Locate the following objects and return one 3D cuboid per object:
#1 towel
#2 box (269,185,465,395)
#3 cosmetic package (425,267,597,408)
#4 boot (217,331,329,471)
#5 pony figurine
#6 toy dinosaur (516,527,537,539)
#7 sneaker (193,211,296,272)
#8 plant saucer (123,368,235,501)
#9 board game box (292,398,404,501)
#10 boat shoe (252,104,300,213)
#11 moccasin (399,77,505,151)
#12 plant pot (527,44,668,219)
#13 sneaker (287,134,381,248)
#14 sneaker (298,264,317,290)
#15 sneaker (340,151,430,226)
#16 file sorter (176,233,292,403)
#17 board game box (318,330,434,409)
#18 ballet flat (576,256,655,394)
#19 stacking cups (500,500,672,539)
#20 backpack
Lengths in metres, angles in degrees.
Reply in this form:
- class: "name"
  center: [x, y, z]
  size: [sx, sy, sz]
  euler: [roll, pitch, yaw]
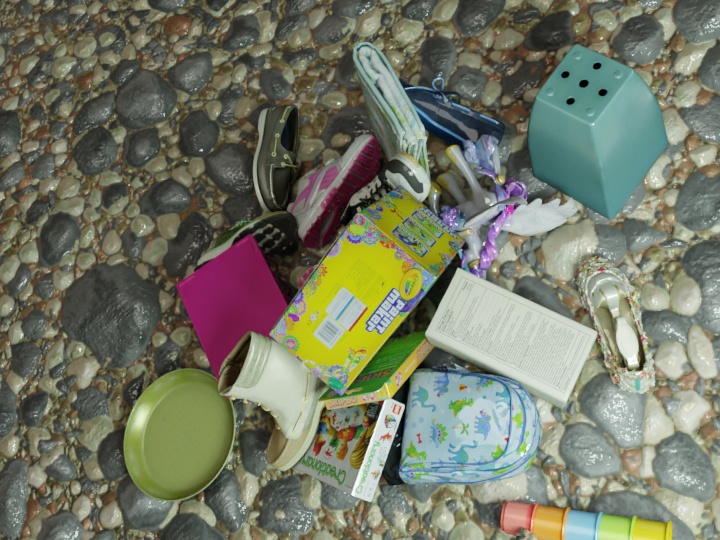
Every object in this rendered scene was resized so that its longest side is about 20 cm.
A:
- class: "towel"
  center: [0.048, -0.219, 1.225]
  size: [0.048, 0.172, 0.201]
  euler: [-22, 61, -4]
- class: "box"
  center: [0.014, 0.018, 1.046]
  size: [0.122, 0.193, 0.201]
  euler: [39, 114, 4]
- class: "cosmetic package"
  center: [0.197, 0.089, 1.074]
  size: [0.199, 0.073, 0.104]
  euler: [26, 80, 17]
- class: "boot"
  center: [-0.125, 0.177, 1.102]
  size: [0.201, 0.154, 0.072]
  euler: [-63, 34, 18]
- class: "pony figurine"
  center: [0.178, -0.088, 1.149]
  size: [0.193, 0.165, 0.202]
  euler: [-38, 58, 42]
- class: "toy dinosaur"
  center: [0.185, 0.401, 0.968]
  size: [0.199, 0.137, 0.086]
  euler: [-24, 19, -17]
- class: "sneaker"
  center: [-0.187, -0.057, 1.306]
  size: [0.199, 0.077, 0.089]
  euler: [-27, 44, 26]
- class: "plant saucer"
  center: [-0.272, 0.252, 1.253]
  size: [0.198, 0.031, 0.202]
  euler: [-8, 67, 19]
- class: "board game box"
  center: [-0.022, 0.224, 1.093]
  size: [0.199, 0.034, 0.127]
  euler: [-5, 62, 62]
- class: "boat shoe"
  center: [-0.133, -0.188, 1.348]
  size: [0.060, 0.072, 0.204]
  euler: [-12, 61, 23]
- class: "moccasin"
  center: [0.135, -0.243, 1.263]
  size: [0.199, 0.080, 0.068]
  euler: [36, 88, 16]
- class: "plant pot"
  center: [0.308, -0.195, 1.091]
  size: [0.141, 0.200, 0.142]
  euler: [36, 86, 30]
- class: "sneaker"
  center: [-0.049, -0.138, 1.284]
  size: [0.088, 0.081, 0.200]
  euler: [39, 90, 31]
- class: "sneaker"
  center: [0.000, 0.000, 1.208]
  size: [0.199, 0.088, 0.082]
  euler: [-24, 97, 24]
- class: "sneaker"
  center: [0.032, -0.099, 1.179]
  size: [0.088, 0.200, 0.076]
  euler: [-40, 89, -24]
- class: "file sorter"
  center: [-0.155, 0.081, 1.217]
  size: [0.138, 0.125, 0.201]
  euler: [-34, 61, 6]
- class: "board game box"
  center: [0.026, 0.132, 1.085]
  size: [0.095, 0.200, 0.030]
  euler: [-15, 98, 28]
- class: "ballet flat"
  center: [0.333, 0.060, 1.056]
  size: [0.075, 0.064, 0.202]
  euler: [-19, 63, 8]
- class: "stacking cups"
  center: [0.268, 0.316, 0.982]
  size: [0.198, 0.061, 0.061]
  euler: [2, 70, 24]
- class: "backpack"
  center: [0.133, 0.201, 1.052]
  size: [0.198, 0.154, 0.165]
  euler: [7, 65, 12]
